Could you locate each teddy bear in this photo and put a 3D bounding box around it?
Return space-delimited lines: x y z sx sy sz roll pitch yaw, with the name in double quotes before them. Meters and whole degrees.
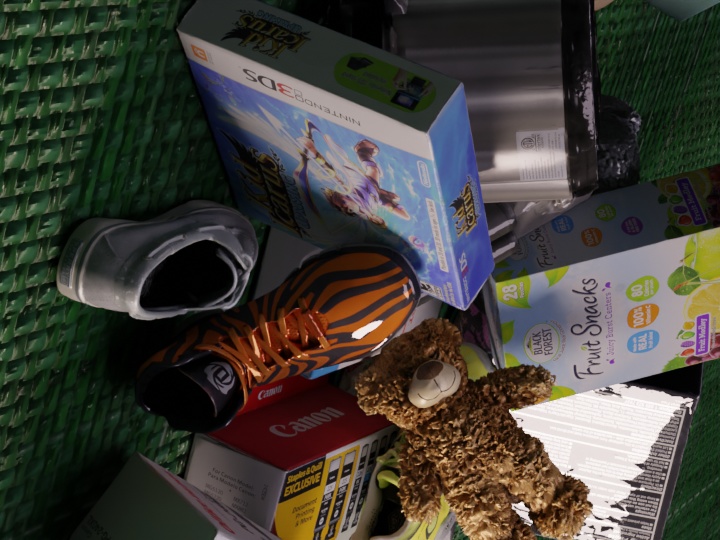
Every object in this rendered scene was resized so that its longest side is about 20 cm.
"teddy bear" 0.085 0.131 1.467 0.067 0.145 0.201 -39 110 -81

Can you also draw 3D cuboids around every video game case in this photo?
"video game case" -0.012 -0.073 1.250 0.045 0.181 0.200 -54 154 -23

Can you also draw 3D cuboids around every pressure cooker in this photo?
"pressure cooker" 0.063 -0.132 1.356 0.179 0.199 0.177 -36 123 -80

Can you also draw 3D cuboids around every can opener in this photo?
"can opener" 0.084 -0.039 1.449 0.200 0.067 0.053 -28 143 -16

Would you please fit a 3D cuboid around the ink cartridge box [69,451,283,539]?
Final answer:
"ink cartridge box" -0.076 0.218 1.324 0.200 0.145 0.083 36 87 -33

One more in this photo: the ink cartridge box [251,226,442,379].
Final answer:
"ink cartridge box" 0.000 0.000 1.489 0.200 0.068 0.115 -16 126 -61

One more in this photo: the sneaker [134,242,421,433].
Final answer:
"sneaker" -0.057 0.053 1.267 0.078 0.200 0.112 59 27 -9

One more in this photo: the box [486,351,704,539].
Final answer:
"box" 0.206 0.144 1.882 0.123 0.199 0.199 -68 169 -57

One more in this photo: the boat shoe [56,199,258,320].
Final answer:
"boat shoe" -0.109 0.001 1.251 0.201 0.071 0.070 -9 120 -63

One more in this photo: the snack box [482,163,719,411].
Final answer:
"snack box" 0.196 0.015 1.534 0.169 0.199 0.068 77 -1 -50

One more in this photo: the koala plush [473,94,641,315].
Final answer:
"koala plush" 0.138 -0.046 1.625 0.184 0.177 0.201 -50 152 -64

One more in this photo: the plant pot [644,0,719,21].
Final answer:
"plant pot" 0.228 -0.299 1.481 0.141 0.200 0.141 -24 -161 51

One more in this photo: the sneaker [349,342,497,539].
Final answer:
"sneaker" 0.053 0.147 1.531 0.076 0.075 0.201 40 66 -55

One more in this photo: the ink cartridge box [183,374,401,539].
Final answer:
"ink cartridge box" -0.051 0.153 1.506 0.200 0.084 0.176 -17 126 -61

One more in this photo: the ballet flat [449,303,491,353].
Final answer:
"ballet flat" 0.145 -0.019 1.781 0.069 0.071 0.201 10 102 -65

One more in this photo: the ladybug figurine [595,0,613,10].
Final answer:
"ladybug figurine" 0.181 -0.279 1.613 0.200 0.072 0.136 -21 130 -60

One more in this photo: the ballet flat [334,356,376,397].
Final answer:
"ballet flat" 0.042 0.100 1.682 0.200 0.064 0.076 0 111 -66
